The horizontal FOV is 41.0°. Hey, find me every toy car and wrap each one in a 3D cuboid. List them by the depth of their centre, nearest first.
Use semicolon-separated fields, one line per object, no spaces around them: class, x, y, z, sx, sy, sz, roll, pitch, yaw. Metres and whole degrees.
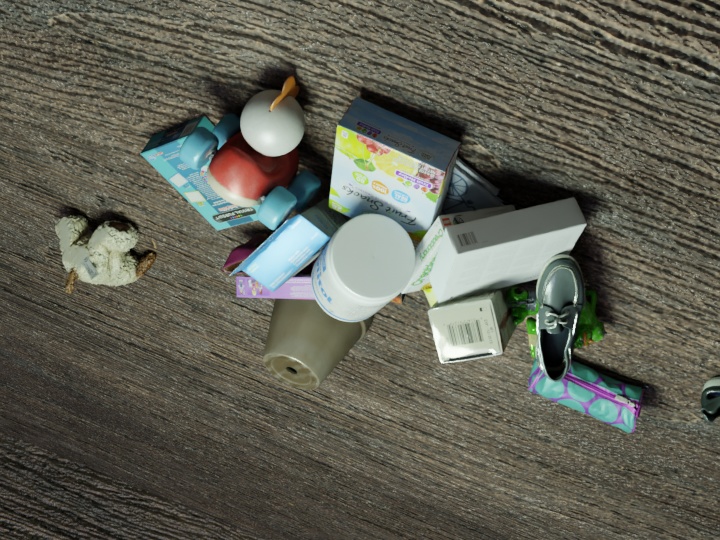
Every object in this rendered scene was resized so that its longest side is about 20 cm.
toy car;-0.132;-0.203;1.429;0.184;0.177;0.201;38;121;6

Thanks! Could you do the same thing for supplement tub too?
supplement tub;0.000;0.000;1.468;0.131;0.133;0.200;28;164;-3

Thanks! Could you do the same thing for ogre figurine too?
ogre figurine;0.313;0.075;1.520;0.119;0.099;0.201;-9;129;27

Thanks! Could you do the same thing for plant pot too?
plant pot;-0.098;0.121;1.819;0.198;0.174;0.201;19;148;13

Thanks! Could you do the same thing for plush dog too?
plush dog;-0.521;-0.017;1.972;0.198;0.162;0.171;7;170;30

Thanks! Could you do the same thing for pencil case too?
pencil case;0.392;0.206;1.675;0.198;0.086;0.093;22;164;6

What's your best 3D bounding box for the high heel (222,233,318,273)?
high heel;-0.153;-0.008;1.689;0.199;0.096;0.068;13;140;47

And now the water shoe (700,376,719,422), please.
water shoe;0.645;0.232;1.536;0.198;0.079;0.072;11;146;22

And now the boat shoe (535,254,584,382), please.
boat shoe;0.295;0.074;1.422;0.072;0.062;0.202;2;120;3

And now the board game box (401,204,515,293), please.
board game box;0.143;-0.030;1.450;0.125;0.035;0.200;-10;157;-21

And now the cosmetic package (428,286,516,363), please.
cosmetic package;0.180;0.071;1.496;0.102;0.200;0.088;-11;98;20

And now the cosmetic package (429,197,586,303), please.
cosmetic package;0.208;-0.027;1.386;0.198;0.052;0.151;-13;152;-13

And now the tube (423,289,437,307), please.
tube;0.149;0.063;1.679;0.058;0.052;0.201;-23;130;0

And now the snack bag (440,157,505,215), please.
snack bag;0.154;-0.086;1.481;0.199;0.022;0.188;37;148;-15

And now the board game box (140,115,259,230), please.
board game box;-0.254;-0.161;1.638;0.150;0.047;0.200;-9;134;43

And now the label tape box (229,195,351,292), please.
label tape box;-0.100;-0.038;1.517;0.144;0.200;0.063;-41;90;27

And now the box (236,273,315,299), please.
box;-0.098;0.026;1.671;0.198;0.040;0.136;0;-177;35

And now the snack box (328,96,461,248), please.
snack box;0.045;-0.136;1.408;0.167;0.068;0.201;25;150;10

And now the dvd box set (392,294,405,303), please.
dvd box set;-0.015;-0.018;1.691;0.198;0.030;0.147;18;147;13
